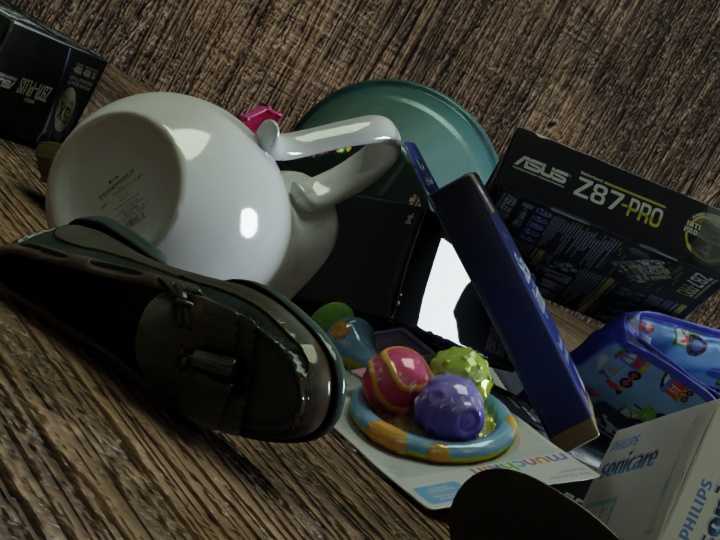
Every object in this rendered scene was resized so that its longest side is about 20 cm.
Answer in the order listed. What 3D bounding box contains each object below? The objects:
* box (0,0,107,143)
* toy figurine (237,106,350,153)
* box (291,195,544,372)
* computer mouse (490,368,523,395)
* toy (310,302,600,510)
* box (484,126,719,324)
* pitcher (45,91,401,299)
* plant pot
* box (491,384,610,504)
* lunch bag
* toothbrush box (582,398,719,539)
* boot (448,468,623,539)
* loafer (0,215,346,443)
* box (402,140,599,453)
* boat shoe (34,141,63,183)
[{"bbox_3d":[-0.326,-0.187,1.539,0.199,0.087,0.164,31,5,18],"label":"box"},{"bbox_3d":[-0.082,-0.126,2.391,0.182,0.151,0.201,15,31,-7],"label":"toy figurine"},{"bbox_3d":[0.000,0.000,1.316,0.199,0.080,0.141,11,-11,42],"label":"box"},{"bbox_3d":[0.108,0.084,1.541,0.199,0.053,0.138,33,6,31],"label":"computer mouse"},{"bbox_3d":[0.032,0.063,1.089,0.114,0.048,0.200,-7,23,-32],"label":"toy"},{"bbox_3d":[0.153,-0.018,1.297,0.160,0.049,0.200,24,-15,1],"label":"box"},{"bbox_3d":[-0.071,-0.043,1.080,0.122,0.171,0.200,55,12,20],"label":"pitcher"},{"bbox_3d":[0.004,-0.046,1.534,0.199,0.202,0.196,30,12,7],"label":"plant pot"},{"bbox_3d":[0.119,0.124,1.220,0.159,0.044,0.200,28,5,-13],"label":"box"},{"bbox_3d":[0.201,0.095,1.350,0.199,0.151,0.095,23,51,-21],"label":"lunch bag"},{"bbox_3d":[0.227,0.157,1.031,0.199,0.086,0.146,30,-17,-8],"label":"toothbrush box"},{"bbox_3d":[0.129,0.152,0.870,0.186,0.064,0.200,44,11,11],"label":"boot"},{"bbox_3d":[-0.093,0.030,0.889,0.063,0.073,0.199,-5,22,-46],"label":"loafer"},{"bbox_3d":[0.085,0.007,1.163,0.201,0.032,0.121,62,6,-1],"label":"box"},{"bbox_3d":[-0.142,-0.029,1.261,0.199,0.064,0.073,25,7,30],"label":"boat shoe"}]
